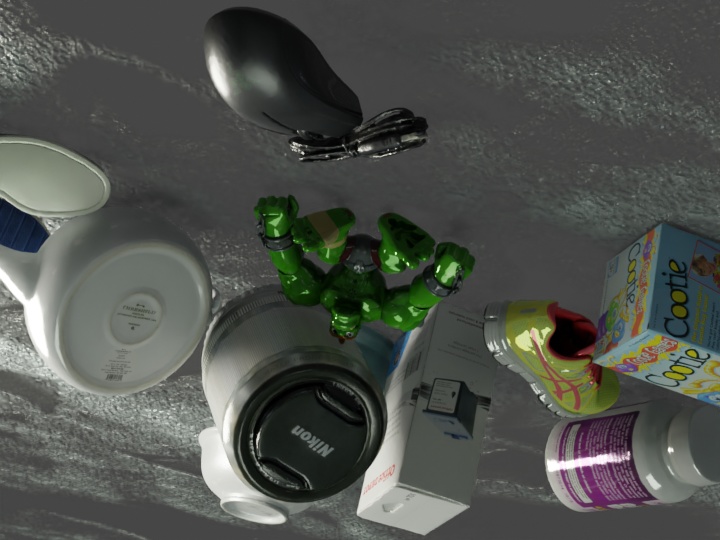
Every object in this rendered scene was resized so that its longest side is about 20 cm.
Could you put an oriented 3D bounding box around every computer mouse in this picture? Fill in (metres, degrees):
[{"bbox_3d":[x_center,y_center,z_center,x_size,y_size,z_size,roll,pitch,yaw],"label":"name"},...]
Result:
[{"bbox_3d":[-0.049,-0.131,1.192,0.137,0.053,0.200,-6,150,37],"label":"computer mouse"}]

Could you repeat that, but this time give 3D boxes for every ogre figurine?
[{"bbox_3d":[0.000,0.000,1.411,0.198,0.099,0.121,-1,138,-7],"label":"ogre figurine"}]

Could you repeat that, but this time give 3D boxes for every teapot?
[{"bbox_3d":[-0.248,0.016,1.498,0.146,0.197,0.201,38,158,48],"label":"teapot"}]

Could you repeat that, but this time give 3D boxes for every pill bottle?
[{"bbox_3d":[0.307,0.202,1.662,0.112,0.113,0.199,28,152,-31],"label":"pill bottle"}]

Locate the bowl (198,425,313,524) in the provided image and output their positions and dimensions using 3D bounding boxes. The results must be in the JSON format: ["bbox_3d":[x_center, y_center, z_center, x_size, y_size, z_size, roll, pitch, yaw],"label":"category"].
[{"bbox_3d":[-0.138,0.292,2.102,0.199,0.091,0.202,11,156,5],"label":"bowl"}]

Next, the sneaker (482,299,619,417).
[{"bbox_3d":[0.210,0.087,1.510,0.090,0.079,0.199,-18,144,37],"label":"sneaker"}]

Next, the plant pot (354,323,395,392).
[{"bbox_3d":[-0.062,0.142,1.689,0.198,0.135,0.201,11,156,5],"label":"plant pot"}]

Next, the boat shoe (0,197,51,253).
[{"bbox_3d":[-0.389,-0.047,1.531,0.072,0.073,0.200,-7,139,46],"label":"boat shoe"}]

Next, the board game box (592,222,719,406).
[{"bbox_3d":[0.321,0.052,1.343,0.198,0.106,0.103,19,155,-13],"label":"board game box"}]

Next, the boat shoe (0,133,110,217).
[{"bbox_3d":[-0.330,-0.100,1.412,0.198,0.074,0.062,10,-160,-10],"label":"boat shoe"}]

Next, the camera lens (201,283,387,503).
[{"bbox_3d":[-0.069,0.119,1.486,0.159,0.161,0.200,24,-166,-23],"label":"camera lens"}]

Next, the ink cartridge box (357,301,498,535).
[{"bbox_3d":[0.071,0.155,1.568,0.085,0.202,0.147,17,156,-11],"label":"ink cartridge box"}]
